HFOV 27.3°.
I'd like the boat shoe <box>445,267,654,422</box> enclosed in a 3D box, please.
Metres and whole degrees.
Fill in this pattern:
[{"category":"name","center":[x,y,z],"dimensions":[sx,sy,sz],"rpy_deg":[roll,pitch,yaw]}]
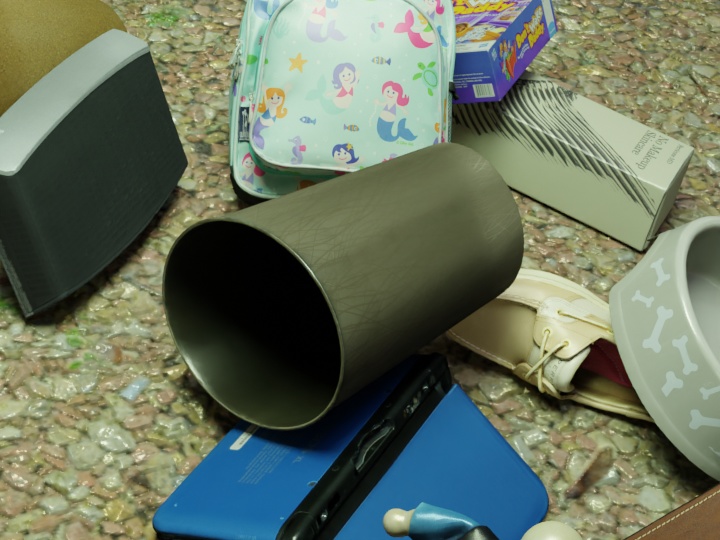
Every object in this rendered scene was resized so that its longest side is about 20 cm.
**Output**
[{"category":"boat shoe","center":[0.149,0.056,1.049],"dimensions":[0.197,0.074,0.069],"rpy_deg":[15,34,0]}]

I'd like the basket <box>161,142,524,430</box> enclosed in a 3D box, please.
[{"category":"basket","center":[0.000,0.000,0.959],"dimensions":[0.199,0.138,0.179],"rpy_deg":[-25,13,-38]}]

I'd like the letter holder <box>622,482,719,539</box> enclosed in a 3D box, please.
[{"category":"letter holder","center":[0.220,0.217,0.867],"dimensions":[0.198,0.101,0.142],"rpy_deg":[-21,53,-34]}]

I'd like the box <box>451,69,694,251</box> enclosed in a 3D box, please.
[{"category":"box","center":[0.169,-0.101,1.239],"dimensions":[0.198,0.069,0.082],"rpy_deg":[26,41,14]}]

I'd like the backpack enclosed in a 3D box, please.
[{"category":"backpack","center":[-0.012,-0.144,1.107],"dimensions":[0.175,0.151,0.203],"rpy_deg":[6,81,-6]}]

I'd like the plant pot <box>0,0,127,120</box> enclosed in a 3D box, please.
[{"category":"plant pot","center":[-0.270,-0.149,1.104],"dimensions":[0.186,0.188,0.199],"rpy_deg":[36,29,24]}]

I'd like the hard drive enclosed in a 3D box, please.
[{"category":"hard drive","center":[-0.192,-0.073,1.049],"dimensions":[0.042,0.136,0.201],"rpy_deg":[0,33,27]}]

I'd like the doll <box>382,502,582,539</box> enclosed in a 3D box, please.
[{"category":"doll","center":[0.035,0.196,0.803],"dimensions":[0.198,0.049,0.138],"rpy_deg":[-28,70,-1]}]

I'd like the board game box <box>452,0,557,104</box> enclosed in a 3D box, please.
[{"category":"board game box","center":[0.049,-0.186,1.250],"dimensions":[0.198,0.045,0.135],"rpy_deg":[0,32,31]}]

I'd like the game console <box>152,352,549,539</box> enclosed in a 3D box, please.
[{"category":"game console","center":[-0.002,0.152,0.939],"dimensions":[0.169,0.120,0.200],"rpy_deg":[0,29,34]}]

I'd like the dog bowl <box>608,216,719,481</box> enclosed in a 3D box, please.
[{"category":"dog bowl","center":[0.266,0.051,1.040],"dimensions":[0.198,0.059,0.202],"rpy_deg":[23,48,-27]}]
